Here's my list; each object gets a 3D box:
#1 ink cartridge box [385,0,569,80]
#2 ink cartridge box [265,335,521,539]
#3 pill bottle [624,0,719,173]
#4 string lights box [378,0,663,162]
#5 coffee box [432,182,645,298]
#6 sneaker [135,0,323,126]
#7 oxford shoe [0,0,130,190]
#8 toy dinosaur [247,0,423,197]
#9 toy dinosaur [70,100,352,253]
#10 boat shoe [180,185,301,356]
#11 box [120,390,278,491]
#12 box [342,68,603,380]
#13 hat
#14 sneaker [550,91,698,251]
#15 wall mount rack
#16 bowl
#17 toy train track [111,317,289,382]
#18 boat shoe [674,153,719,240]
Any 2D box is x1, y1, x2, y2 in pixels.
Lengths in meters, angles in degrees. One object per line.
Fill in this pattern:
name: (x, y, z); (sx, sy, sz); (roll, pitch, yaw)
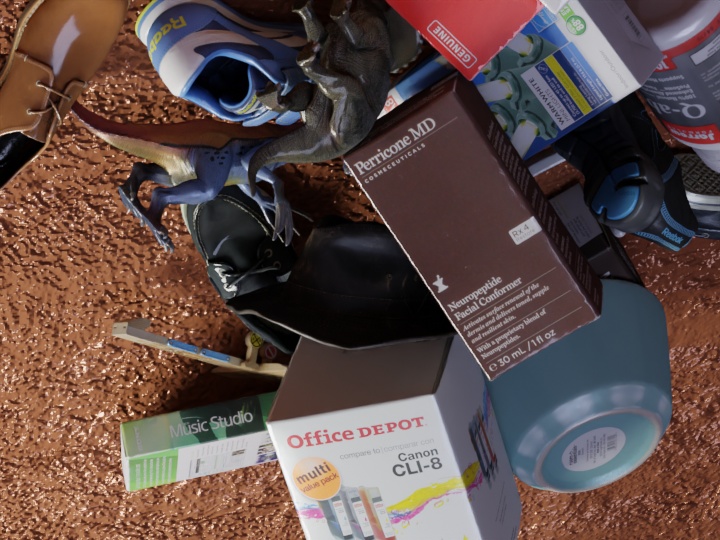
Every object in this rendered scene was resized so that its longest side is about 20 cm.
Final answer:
ink cartridge box: (0.065, -0.247, 1.370); (0.200, 0.045, 0.176); (42, 109, -12)
ink cartridge box: (0.030, 0.154, 1.616); (0.144, 0.145, 0.201); (-11, 114, 17)
pill bottle: (0.264, -0.164, 1.559); (0.115, 0.116, 0.200); (-32, 137, 13)
string lights box: (0.112, -0.138, 1.495); (0.199, 0.059, 0.103); (-33, 99, 37)
coffee box: (0.135, 0.028, 1.735); (0.199, 0.080, 0.113); (-31, 139, 11)
sneaker: (-0.069, -0.139, 1.478); (0.199, 0.083, 0.074); (11, 129, -34)
oxford shoe: (-0.219, -0.131, 1.437); (0.071, 0.072, 0.200); (19, 124, -34)
toy dinosaur: (-0.013, -0.131, 1.427); (0.077, 0.201, 0.102); (-3, 149, 45)
toy dinosaur: (-0.085, -0.085, 1.509); (0.181, 0.105, 0.201); (-35, 117, -12)
boat shoe: (-0.083, 0.003, 1.633); (0.074, 0.066, 0.200); (-21, 138, 3)
box: (-0.108, 0.141, 1.749); (0.198, 0.037, 0.144); (-12, 165, -10)
box: (0.084, -0.033, 1.472); (0.100, 0.075, 0.201); (-32, 100, 17)
hat: (0.000, 0.000, 1.537); (0.199, 0.200, 0.082); (2, 103, -24)
sneaker: (0.194, -0.090, 1.537); (0.082, 0.201, 0.073); (29, 123, -34)
wall mount rack: (0.134, -0.044, 1.604); (0.199, 0.174, 0.075); (-27, 95, 7)
bowl: (0.182, 0.111, 1.707); (0.199, 0.106, 0.202); (-14, 142, -11)
toy train track: (-0.115, 0.062, 1.691); (0.199, 0.033, 0.114); (18, 166, -36)
boat shoe: (0.336, -0.055, 1.739); (0.198, 0.075, 0.062); (5, 138, -20)
